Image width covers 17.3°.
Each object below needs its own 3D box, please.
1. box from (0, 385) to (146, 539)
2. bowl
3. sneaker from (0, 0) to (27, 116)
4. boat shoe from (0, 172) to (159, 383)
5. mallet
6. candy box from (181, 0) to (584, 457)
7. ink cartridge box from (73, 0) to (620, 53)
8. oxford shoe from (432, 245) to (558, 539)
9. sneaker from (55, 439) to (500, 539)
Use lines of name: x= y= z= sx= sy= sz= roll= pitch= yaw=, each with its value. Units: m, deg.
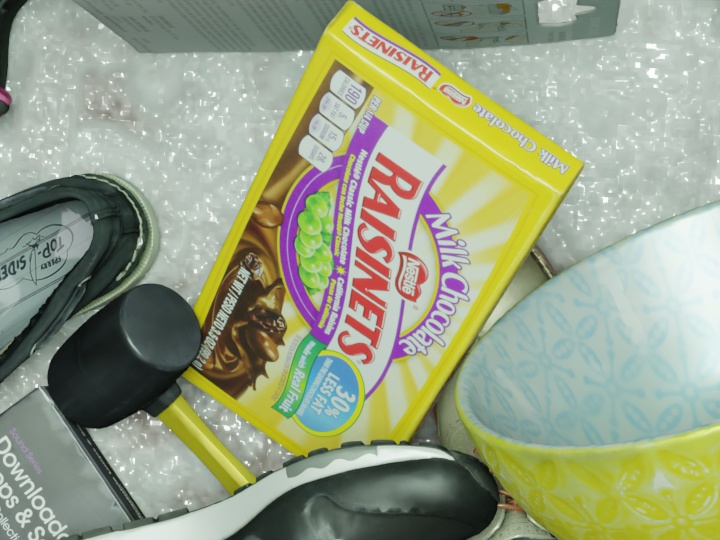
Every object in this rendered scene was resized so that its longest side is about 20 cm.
box: x=-0.164 y=0.161 z=0.955 sx=0.199 sy=0.036 sz=0.143 roll=-35 pitch=86 yaw=5
bowl: x=0.144 y=0.056 z=0.844 sx=0.199 sy=0.200 sz=0.108 roll=-22 pitch=108 yaw=4
sneaker: x=-0.185 y=-0.079 z=0.946 sx=0.086 sy=0.080 sz=0.200 roll=41 pitch=98 yaw=-5
boat shoe: x=-0.173 y=0.024 z=0.944 sx=0.198 sy=0.066 sz=0.075 roll=-26 pitch=87 yaw=4
mallet: x=-0.036 y=0.087 z=0.930 sx=0.200 sy=0.041 sz=0.066 roll=43 pitch=135 yaw=0
candy box: x=0.000 y=0.000 z=0.885 sx=0.102 sy=0.026 sz=0.200 roll=33 pitch=136 yaw=4
ink cartridge box: x=-0.003 y=-0.116 z=0.884 sx=0.198 sy=0.162 sz=0.051 roll=-3 pitch=87 yaw=5
oxford shoe: x=0.066 y=0.079 z=0.916 sx=0.070 sy=0.074 sz=0.202 roll=-13 pitch=86 yaw=7
sneaker: x=-0.035 y=0.130 z=0.872 sx=0.199 sy=0.076 sz=0.088 roll=-21 pitch=59 yaw=19
